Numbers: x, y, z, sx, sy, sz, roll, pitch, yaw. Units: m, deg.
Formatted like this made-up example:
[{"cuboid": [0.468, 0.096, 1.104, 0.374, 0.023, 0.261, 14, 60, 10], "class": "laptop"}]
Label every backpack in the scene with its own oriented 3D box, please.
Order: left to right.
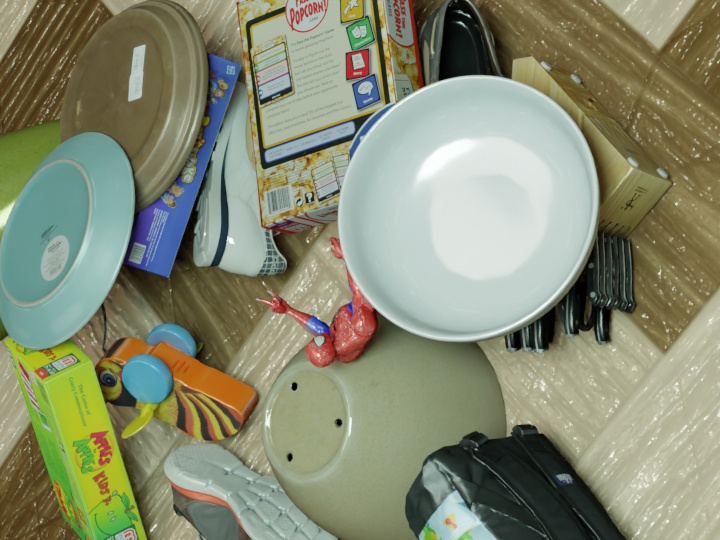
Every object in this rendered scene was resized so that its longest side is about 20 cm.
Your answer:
[{"cuboid": [0.135, 0.226, 1.196, 0.200, 0.163, 0.154, 36, 113, 30], "class": "backpack"}]

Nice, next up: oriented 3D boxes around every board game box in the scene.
[{"cuboid": [-0.257, 0.157, 1.501, 0.101, 0.047, 0.201, 32, 141, 53], "class": "board game box"}, {"cuboid": [-0.170, -0.105, 1.520, 0.134, 0.045, 0.201, -138, 67, -75], "class": "board game box"}, {"cuboid": [-0.022, -0.146, 1.359, 0.151, 0.046, 0.201, -14, 76, 33], "class": "board game box"}]

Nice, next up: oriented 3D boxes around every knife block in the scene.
[{"cuboid": [0.145, -0.041, 1.284, 0.176, 0.064, 0.200, -50, 56, 20], "class": "knife block"}]

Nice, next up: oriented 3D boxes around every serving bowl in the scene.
[{"cuboid": [0.086, -0.040, 1.233, 0.199, 0.066, 0.202, -5, 75, 19], "class": "serving bowl"}]

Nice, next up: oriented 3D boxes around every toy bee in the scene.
[{"cuboid": [-0.193, 0.094, 1.501, 0.200, 0.131, 0.109, 48, 132, 16], "class": "toy bee"}]

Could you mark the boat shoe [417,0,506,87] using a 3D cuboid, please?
[{"cuboid": [0.084, -0.130, 1.327, 0.074, 0.073, 0.201, -12, 69, -6], "class": "boat shoe"}]

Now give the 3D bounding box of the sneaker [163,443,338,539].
[{"cuboid": [-0.093, 0.225, 1.440, 0.200, 0.077, 0.082, 31, 128, 39], "class": "sneaker"}]

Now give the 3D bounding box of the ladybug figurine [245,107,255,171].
[{"cuboid": [-0.025, -0.154, 1.438, 0.136, 0.072, 0.200, 48, 111, 33], "class": "ladybug figurine"}]

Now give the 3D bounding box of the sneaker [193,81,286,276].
[{"cuboid": [-0.103, -0.081, 1.495, 0.076, 0.080, 0.201, 120, 156, -55], "class": "sneaker"}]

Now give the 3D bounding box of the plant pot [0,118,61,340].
[{"cuboid": [-0.324, -0.060, 1.614, 0.199, 0.187, 0.188, -31, 62, 12], "class": "plant pot"}]

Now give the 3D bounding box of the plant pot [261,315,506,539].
[{"cuboid": [-0.002, 0.126, 1.327, 0.199, 0.134, 0.202, -9, 75, 37], "class": "plant pot"}]

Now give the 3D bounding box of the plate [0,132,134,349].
[{"cuboid": [-0.270, -0.030, 1.455, 0.199, 0.026, 0.201, -21, 58, 39], "class": "plate"}]

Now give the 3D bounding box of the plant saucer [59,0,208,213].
[{"cuboid": [-0.209, -0.148, 1.476, 0.199, 0.029, 0.201, -16, 67, 42], "class": "plant saucer"}]

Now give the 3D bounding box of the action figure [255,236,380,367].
[{"cuboid": [0.000, 0.000, 1.296, 0.099, 0.200, 0.065, 38, 138, 5], "class": "action figure"}]
